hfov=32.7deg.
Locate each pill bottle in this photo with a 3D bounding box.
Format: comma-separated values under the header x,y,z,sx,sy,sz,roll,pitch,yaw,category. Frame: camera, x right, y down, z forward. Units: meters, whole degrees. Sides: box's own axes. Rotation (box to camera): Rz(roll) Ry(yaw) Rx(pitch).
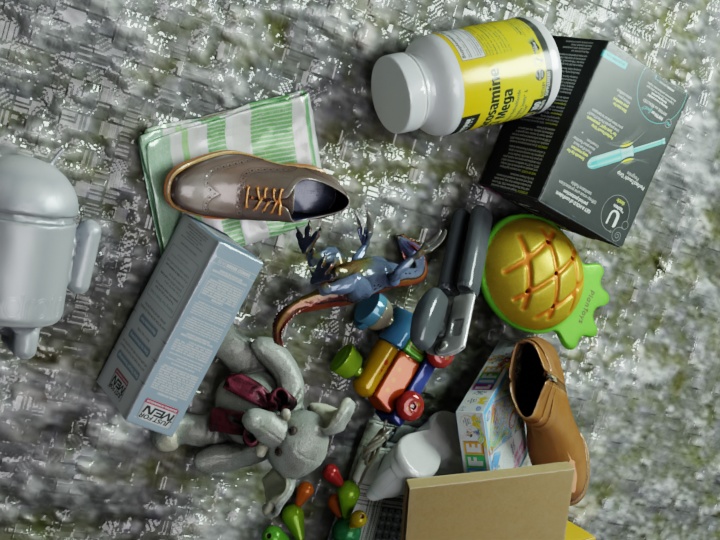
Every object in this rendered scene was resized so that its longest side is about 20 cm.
x,y,z,sx,sy,sz,roll,pitch,yaw,category
0.117,-0.214,1.371,0.198,0.112,0.114,-16,109,-26,pill bottle

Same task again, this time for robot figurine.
x,y,z,sx,sy,sz,roll,pitch,yaw,category
-0.328,-0.021,1.154,0.168,0.113,0.203,4,99,-36,robot figurine

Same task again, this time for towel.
x,y,z,sx,sy,sz,roll,pitch,yaw,category
-0.131,-0.098,1.305,0.198,0.023,0.154,-20,111,-26,towel
0.056,0.292,1.499,0.191,0.034,0.202,17,92,-32,towel

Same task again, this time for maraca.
x,y,z,sx,sy,sz,roll,pitch,yaw,category
0.222,0.014,1.485,0.199,0.107,0.138,29,79,-25,maraca

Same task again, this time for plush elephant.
x,y,z,sx,sy,sz,roll,pitch,yaw,category
-0.099,0.165,1.306,0.199,0.154,0.166,33,84,-31,plush elephant

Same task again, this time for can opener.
x,y,z,sx,sy,sz,roll,pitch,yaw,category
0.109,0.008,1.397,0.067,0.052,0.202,49,47,-40,can opener

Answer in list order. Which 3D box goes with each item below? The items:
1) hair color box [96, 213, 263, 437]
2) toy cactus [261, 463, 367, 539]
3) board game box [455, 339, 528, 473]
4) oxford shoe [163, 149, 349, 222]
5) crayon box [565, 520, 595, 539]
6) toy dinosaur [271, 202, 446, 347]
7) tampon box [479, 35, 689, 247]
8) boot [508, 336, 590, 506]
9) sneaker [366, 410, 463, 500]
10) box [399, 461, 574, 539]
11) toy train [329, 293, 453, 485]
x,y,z,sx,sy,sz,roll,pitch,yaw,category
-0.186,0.055,1.251,0.060,0.099,0.202,26,94,-35,hair color box
-0.039,0.338,1.409,0.164,0.102,0.201,35,82,-19,toy cactus
0.165,0.185,1.469,0.200,0.034,0.136,-45,129,-60,board game box
-0.104,-0.084,1.269,0.198,0.073,0.072,-3,106,-28,oxford shoe
0.226,0.367,1.519,0.051,0.199,0.127,-6,105,-29,crayon box
0.000,0.000,1.373,0.201,0.105,0.181,-51,141,13,toy dinosaur
0.265,-0.155,1.463,0.149,0.126,0.202,25,89,-31,tampon box
0.220,0.177,1.442,0.155,0.076,0.203,29,57,-71,boot
0.071,0.224,1.440,0.089,0.076,0.199,-45,159,26,sneaker
0.141,0.298,1.388,0.197,0.021,0.165,-4,116,-15,box
0.011,0.132,1.406,0.115,0.084,0.201,37,77,-20,toy train
